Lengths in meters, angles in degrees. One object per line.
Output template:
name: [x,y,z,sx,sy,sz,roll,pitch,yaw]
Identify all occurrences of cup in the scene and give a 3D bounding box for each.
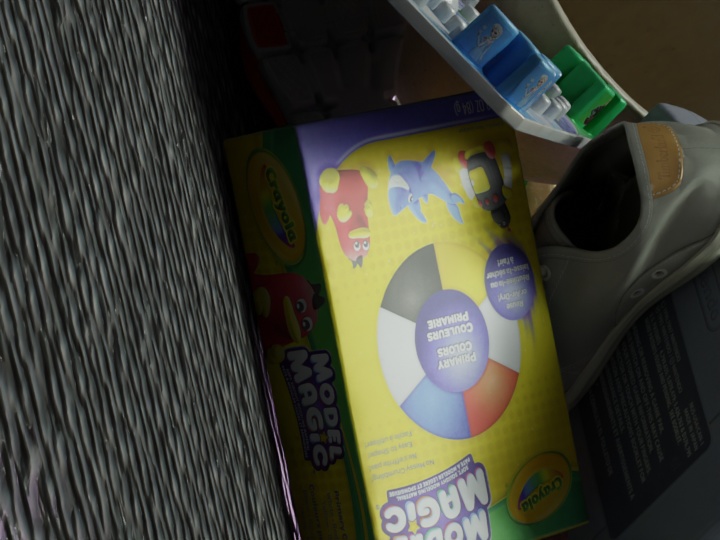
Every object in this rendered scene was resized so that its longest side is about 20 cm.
cup: [0.093,-0.117,1.338,0.200,0.143,0.201,20,58,-35]

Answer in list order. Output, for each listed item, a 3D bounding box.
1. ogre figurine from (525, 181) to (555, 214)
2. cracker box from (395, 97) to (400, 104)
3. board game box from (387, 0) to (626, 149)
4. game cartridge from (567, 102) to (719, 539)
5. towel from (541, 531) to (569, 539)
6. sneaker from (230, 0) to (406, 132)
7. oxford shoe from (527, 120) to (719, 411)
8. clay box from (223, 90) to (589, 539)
ogre figurine: [0.045,0.007,1.441,0.098,0.120,0.200,71,8,-52]
cracker box: [0.027,-0.148,1.470,0.200,0.134,0.058,73,3,-58]
board game box: [0.015,-0.128,1.136,0.200,0.026,0.200,47,9,9]
game cartridge: [0.123,0.036,1.186,0.041,0.133,0.200,22,39,-31]
towel: [0.079,0.198,1.245,0.023,0.144,0.200,-10,90,-71]
sneaker: [-0.021,-0.063,1.227,0.082,0.077,0.200,129,-44,-57]
oxford shoe: [0.079,0.004,1.187,0.200,0.058,0.075,-48,-140,41]
clay box: [0.022,0.038,1.128,0.115,0.048,0.200,-14,93,-43]
